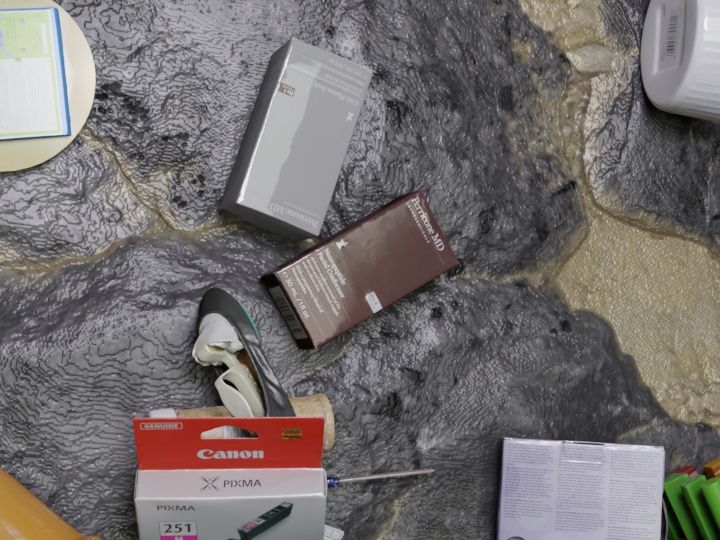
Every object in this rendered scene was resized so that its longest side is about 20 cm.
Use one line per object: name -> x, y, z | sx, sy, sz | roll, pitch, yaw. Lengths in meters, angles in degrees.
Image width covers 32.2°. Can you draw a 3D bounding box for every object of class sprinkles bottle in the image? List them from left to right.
sprinkles bottle -> -0.131, 0.177, 1.363 | 0.199, 0.068, 0.069 | -4, 88, -18

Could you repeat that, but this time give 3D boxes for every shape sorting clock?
shape sorting clock -> -0.382, -0.204, 1.322 | 0.199, 0.039, 0.201 | 1, 88, -17

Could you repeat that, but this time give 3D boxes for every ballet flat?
ballet flat -> -0.132, 0.098, 1.325 | 0.068, 0.068, 0.200 | 0, 49, -52

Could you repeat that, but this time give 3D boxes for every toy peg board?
toy peg board -> 0.448, 0.261, 1.475 | 0.199, 0.200, 0.098 | -26, 91, -17

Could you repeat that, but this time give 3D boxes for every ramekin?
ramekin -> 0.414, -0.278, 1.503 | 0.097, 0.200, 0.201 | 4, 85, -10

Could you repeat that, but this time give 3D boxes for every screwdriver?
screwdriver -> -0.009, 0.240, 1.416 | 0.199, 0.028, 0.029 | 1, 57, -14

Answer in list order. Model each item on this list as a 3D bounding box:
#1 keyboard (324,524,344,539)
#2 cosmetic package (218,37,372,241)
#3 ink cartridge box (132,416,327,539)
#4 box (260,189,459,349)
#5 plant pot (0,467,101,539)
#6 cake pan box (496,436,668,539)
keyboard -> -0.118, 0.276, 1.376 | 0.199, 0.011, 0.056 | 23, 118, -15
cosmetic package -> -0.073, -0.143, 1.394 | 0.106, 0.090, 0.201 | 19, 78, -18
ink cartridge box -> -0.134, 0.222, 1.294 | 0.199, 0.174, 0.044 | 0, 45, -4
box -> 0.000, 0.000, 1.415 | 0.200, 0.075, 0.100 | -31, 96, -19
plant pot -> -0.362, 0.295, 1.230 | 0.200, 0.200, 0.183 | -38, 82, -16
cake pan box -> 0.258, 0.290, 1.453 | 0.199, 0.052, 0.185 | 1, 87, 6
